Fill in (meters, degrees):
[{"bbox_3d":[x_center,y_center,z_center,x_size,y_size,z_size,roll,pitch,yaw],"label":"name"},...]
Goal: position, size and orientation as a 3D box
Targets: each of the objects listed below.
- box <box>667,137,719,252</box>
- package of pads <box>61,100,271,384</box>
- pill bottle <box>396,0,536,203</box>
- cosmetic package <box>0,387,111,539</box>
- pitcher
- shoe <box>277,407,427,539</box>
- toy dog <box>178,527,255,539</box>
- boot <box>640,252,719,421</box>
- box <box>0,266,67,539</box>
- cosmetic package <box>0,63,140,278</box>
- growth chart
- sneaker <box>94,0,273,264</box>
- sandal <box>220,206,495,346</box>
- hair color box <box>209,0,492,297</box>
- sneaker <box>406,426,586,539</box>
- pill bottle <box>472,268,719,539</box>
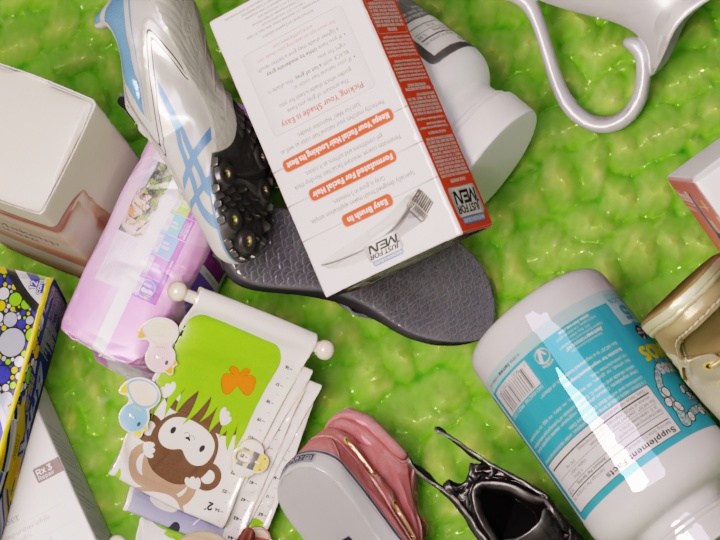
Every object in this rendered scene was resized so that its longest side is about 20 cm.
[{"bbox_3d":[0.302,-0.009,1.539,0.106,0.152,0.200,-36,91,3],"label":"box"},{"bbox_3d":[-0.130,-0.022,1.667,0.075,0.121,0.201,23,81,8],"label":"package of pads"},{"bbox_3d":[0.017,-0.130,1.674,0.200,0.116,0.117,39,85,16],"label":"pill bottle"},{"bbox_3d":[-0.258,0.134,1.668,0.112,0.081,0.201,-28,74,-1],"label":"cosmetic package"},{"bbox_3d":[0.150,-0.211,1.683,0.200,0.121,0.172,37,99,5],"label":"pitcher"},{"bbox_3d":[0.025,0.190,1.614,0.071,0.091,0.201,-27,102,32],"label":"shoe"},{"bbox_3d":[-0.048,0.241,1.589,0.200,0.132,0.096,49,49,-8],"label":"toy dog"},{"bbox_3d":[0.255,0.074,1.540,0.072,0.200,0.155,-38,74,3],"label":"boot"},{"bbox_3d":[-0.257,0.099,1.602,0.070,0.064,0.201,12,73,8],"label":"box"},{"bbox_3d":[-0.215,-0.063,1.650,0.103,0.200,0.088,21,79,15],"label":"cosmetic package"},{"bbox_3d":[-0.099,0.114,1.617,0.144,0.018,0.201,13,98,-21],"label":"growth chart"},{"bbox_3d":[-0.116,-0.095,1.592,0.072,0.072,0.201,-25,83,32],"label":"sneaker"},{"bbox_3d":[0.000,-0.001,1.658,0.199,0.043,0.077,18,75,-13],"label":"sandal"},{"bbox_3d":[-0.006,-0.097,1.590,0.110,0.064,0.201,-25,85,25],"label":"hair color box"},{"bbox_3d":[0.118,0.185,1.582,0.200,0.104,0.060,43,87,17],"label":"sneaker"},{"bbox_3d":[0.170,0.106,1.592,0.111,0.111,0.200,-35,74,-1],"label":"pill bottle"}]
